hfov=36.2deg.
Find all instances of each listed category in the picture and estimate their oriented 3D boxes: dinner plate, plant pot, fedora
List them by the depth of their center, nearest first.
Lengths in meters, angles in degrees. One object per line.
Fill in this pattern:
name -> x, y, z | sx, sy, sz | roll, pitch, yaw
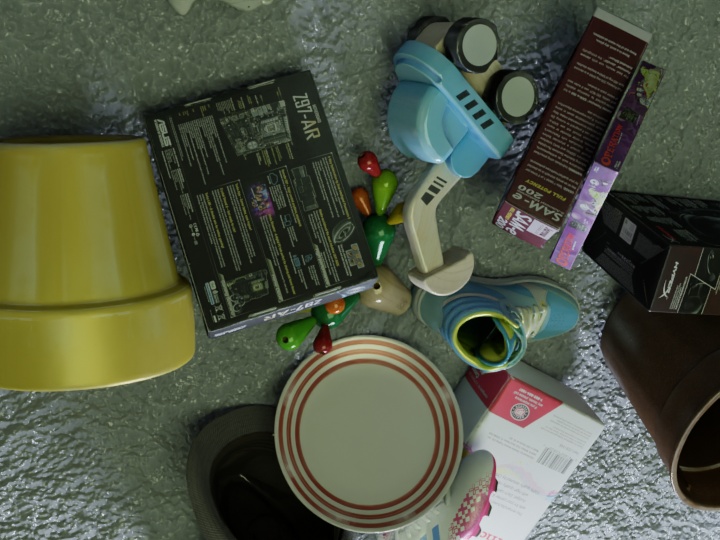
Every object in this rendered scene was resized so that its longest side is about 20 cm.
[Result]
plant pot -> -0.241, -0.016, 0.935 | 0.197, 0.201, 0.192 | -3, 101, -17
fedora -> -0.097, 0.249, 1.131 | 0.176, 0.200, 0.091 | -27, 157, -41
dinner plate -> 0.008, 0.168, 1.136 | 0.196, 0.024, 0.204 | 3, 72, -9
plant pot -> 0.370, 0.115, 1.187 | 0.197, 0.199, 0.203 | -11, 126, -15

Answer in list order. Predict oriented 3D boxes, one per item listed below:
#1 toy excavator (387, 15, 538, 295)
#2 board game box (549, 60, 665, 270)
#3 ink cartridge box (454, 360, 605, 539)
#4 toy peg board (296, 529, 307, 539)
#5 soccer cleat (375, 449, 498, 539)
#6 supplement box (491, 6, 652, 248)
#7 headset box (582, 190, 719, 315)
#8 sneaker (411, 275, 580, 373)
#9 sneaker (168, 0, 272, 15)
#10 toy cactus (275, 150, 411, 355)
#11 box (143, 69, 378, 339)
toy excavator -> 0.075, -0.107, 1.021 | 0.201, 0.100, 0.194 | -49, 119, -7
board game box -> 0.232, -0.094, 1.049 | 0.032, 0.201, 0.121 | 21, 66, 7
ink cartridge box -> 0.152, 0.205, 1.229 | 0.146, 0.086, 0.201 | 27, 105, -26
toy peg board -> -0.080, 0.354, 1.149 | 0.197, 0.200, 0.099 | -1, 118, -19
soccer cleat -> 0.069, 0.268, 1.147 | 0.085, 0.070, 0.202 | 25, 103, -15
supplement box -> 0.195, -0.130, 1.032 | 0.060, 0.109, 0.202 | 25, 83, 4
headset box -> 0.359, -0.018, 1.159 | 0.197, 0.149, 0.078 | 4, 114, -22
sneaker -> 0.160, 0.061, 1.137 | 0.197, 0.131, 0.081 | 3, 112, -21
sneaker -> -0.081, -0.271, 0.940 | 0.196, 0.075, 0.088 | -8, 129, -8
toy cactus -> 0.000, 0.000, 1.075 | 0.164, 0.101, 0.203 | 31, 80, -46
box -> -0.089, -0.060, 0.978 | 0.158, 0.044, 0.203 | -18, 81, -11
